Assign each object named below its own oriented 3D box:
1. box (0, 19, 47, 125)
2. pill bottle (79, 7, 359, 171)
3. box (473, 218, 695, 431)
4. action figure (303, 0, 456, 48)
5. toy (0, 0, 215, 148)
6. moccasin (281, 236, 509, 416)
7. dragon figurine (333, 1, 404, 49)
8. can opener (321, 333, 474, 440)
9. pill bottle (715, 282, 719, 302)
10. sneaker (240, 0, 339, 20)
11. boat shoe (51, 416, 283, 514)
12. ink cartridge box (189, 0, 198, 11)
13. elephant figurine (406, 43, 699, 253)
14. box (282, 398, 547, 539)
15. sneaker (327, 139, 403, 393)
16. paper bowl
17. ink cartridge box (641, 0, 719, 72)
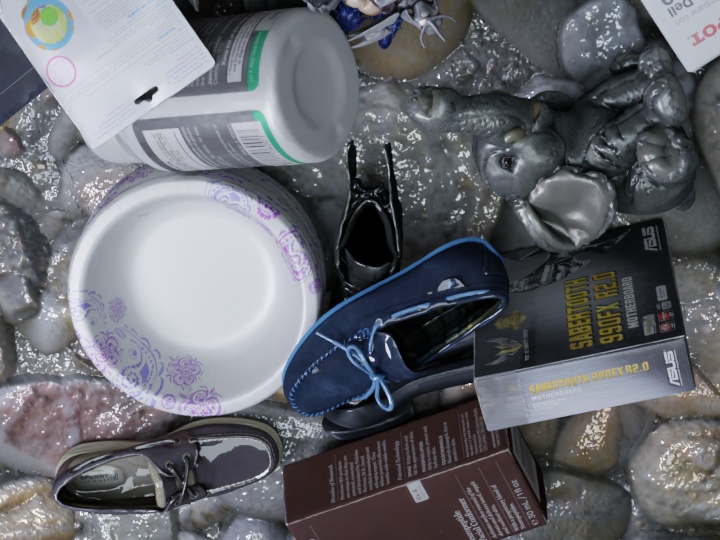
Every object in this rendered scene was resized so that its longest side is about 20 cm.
[{"bbox_3d":[-0.285,-0.220,1.495,0.199,0.104,0.182,-35,105,16],"label":"box"},{"bbox_3d":[-0.110,-0.132,1.473,0.199,0.113,0.114,0,115,35],"label":"pill bottle"},{"bbox_3d":[0.167,0.038,1.516,0.157,0.200,0.049,-11,115,10],"label":"box"},{"bbox_3d":[0.002,-0.243,1.396,0.130,0.069,0.201,-34,96,-1],"label":"action figure"},{"bbox_3d":[-0.200,-0.203,1.416,0.115,0.047,0.201,-32,102,19],"label":"toy"},{"bbox_3d":[0.023,0.050,1.496,0.200,0.068,0.080,-39,132,16],"label":"moccasin"},{"bbox_3d":[0.038,-0.259,1.457,0.058,0.100,0.201,22,112,-5],"label":"dragon figurine"},{"bbox_3d":[0.052,0.079,1.626,0.199,0.079,0.064,-23,70,10],"label":"can opener"},{"bbox_3d":[0.370,-0.023,1.523,0.200,0.111,0.111,-41,104,18],"label":"pill bottle"},{"bbox_3d":[-0.050,-0.270,1.482,0.090,0.076,0.201,-3,121,-1],"label":"sneaker"},{"bbox_3d":[-0.164,0.172,1.668,0.198,0.065,0.072,-7,110,6],"label":"boat shoe"},{"bbox_3d":[-0.121,-0.303,1.434,0.050,0.109,0.201,-16,130,-19],"label":"ink cartridge box"},{"bbox_3d":[0.149,-0.090,1.505,0.198,0.142,0.156,-16,96,4],"label":"elephant figurine"},{"bbox_3d":[0.044,0.185,1.641,0.199,0.075,0.100,-20,128,14],"label":"box"},{"bbox_3d":[0.003,0.000,1.546,0.059,0.104,0.202,5,92,4],"label":"sneaker"},{"bbox_3d":[-0.126,0.005,1.576,0.199,0.104,0.202,2,112,4],"label":"paper bowl"},{"bbox_3d":[0.244,-0.268,1.426,0.145,0.084,0.200,-32,107,17],"label":"ink cartridge box"}]
